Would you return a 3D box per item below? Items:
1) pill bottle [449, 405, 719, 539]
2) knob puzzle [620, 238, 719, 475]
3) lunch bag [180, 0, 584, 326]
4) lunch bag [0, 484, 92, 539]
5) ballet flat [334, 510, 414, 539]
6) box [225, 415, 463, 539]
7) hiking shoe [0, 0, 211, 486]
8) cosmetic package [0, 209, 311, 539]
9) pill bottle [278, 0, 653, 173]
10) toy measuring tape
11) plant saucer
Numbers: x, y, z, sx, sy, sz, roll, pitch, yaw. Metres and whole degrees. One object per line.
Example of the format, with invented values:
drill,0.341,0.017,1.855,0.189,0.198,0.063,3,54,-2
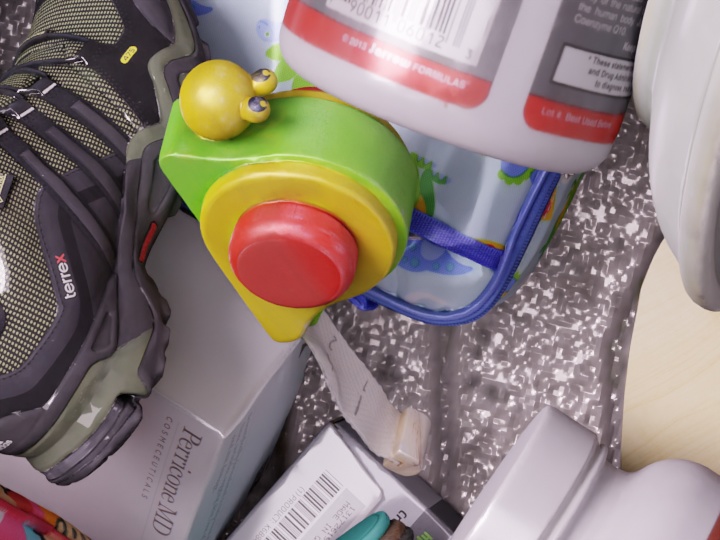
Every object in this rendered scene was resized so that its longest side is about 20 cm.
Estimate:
pill bottle,0.122,0.136,0.935,0.199,0.112,0.113,35,98,1
knob puzzle,0.184,0.034,0.984,0.218,0.030,0.221,1,93,11
lunch bag,-0.007,-0.079,0.994,0.199,0.082,0.162,28,100,10
lunch bag,-0.180,0.086,0.932,0.176,0.200,0.082,22,77,39
ballet flat,-0.047,0.159,0.983,0.199,0.068,0.069,-33,96,22
box,0.015,0.178,1.019,0.200,0.041,0.156,42,100,8
hiking shoe,-0.110,-0.036,0.897,0.076,0.100,0.201,-29,48,43
cosmetic package,-0.122,0.017,0.996,0.199,0.081,0.113,31,139,11
pill bottle,0.057,-0.142,0.870,0.115,0.116,0.201,22,101,10
toy measuring tape,0.000,0.000,0.917,0.073,0.074,0.200,-24,132,11
plant saucer,0.131,-0.088,0.877,0.050,0.200,0.201,24,97,18
